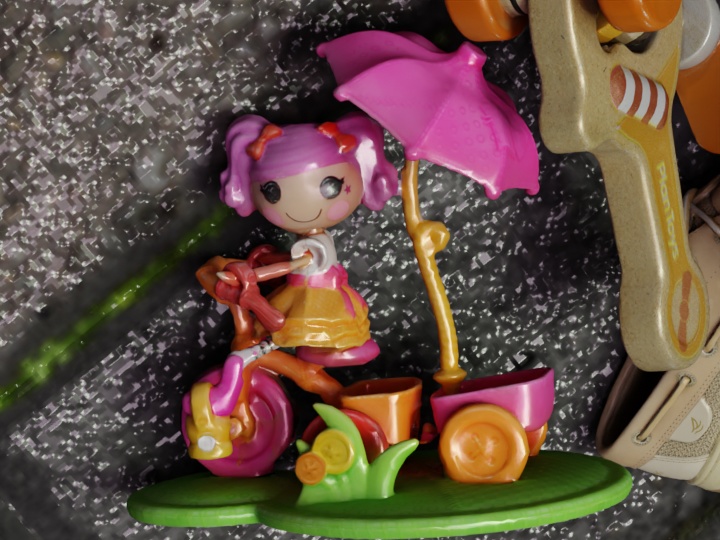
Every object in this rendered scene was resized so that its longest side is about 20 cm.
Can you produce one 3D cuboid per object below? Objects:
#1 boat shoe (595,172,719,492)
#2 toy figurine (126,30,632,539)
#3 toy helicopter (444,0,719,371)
[{"bbox_3d":[0.149,0.000,1.152,0.064,0.071,0.201,11,114,-11],"label":"boat shoe"},{"bbox_3d":[0.000,0.000,1.109,0.199,0.150,0.185,-3,96,12],"label":"toy figurine"},{"bbox_3d":[0.106,-0.060,1.094,0.079,0.132,0.201,-1,109,30],"label":"toy helicopter"}]
